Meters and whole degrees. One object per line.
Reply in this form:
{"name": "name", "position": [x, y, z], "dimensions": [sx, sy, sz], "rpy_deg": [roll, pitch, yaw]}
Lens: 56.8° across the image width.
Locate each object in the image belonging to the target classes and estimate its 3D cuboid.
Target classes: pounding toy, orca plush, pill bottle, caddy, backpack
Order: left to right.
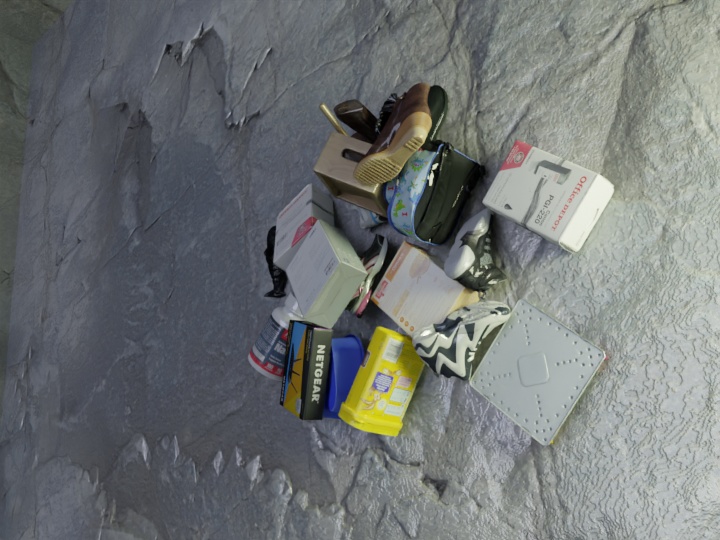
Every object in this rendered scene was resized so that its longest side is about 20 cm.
{"name": "orca plush", "position": [-0.240, -0.030, 1.778], "dimensions": [0.105, 0.071, 0.202], "rpy_deg": [2, 79, 42]}
{"name": "pill bottle", "position": [-0.180, 0.158, 1.635], "dimensions": [0.119, 0.119, 0.201], "rpy_deg": [39, 104, 41]}
{"name": "caddy", "position": [-0.038, 0.243, 1.499], "dimensions": [0.141, 0.104, 0.201], "rpy_deg": [-40, 50, 55]}
{"name": "pounding toy", "position": [-0.010, -0.241, 1.481], "dimensions": [0.199, 0.184, 0.143], "rpy_deg": [24, 81, 21]}
{"name": "backpack", "position": [0.140, -0.163, 1.408], "dimensions": [0.146, 0.182, 0.201], "rpy_deg": [22, 93, 42]}

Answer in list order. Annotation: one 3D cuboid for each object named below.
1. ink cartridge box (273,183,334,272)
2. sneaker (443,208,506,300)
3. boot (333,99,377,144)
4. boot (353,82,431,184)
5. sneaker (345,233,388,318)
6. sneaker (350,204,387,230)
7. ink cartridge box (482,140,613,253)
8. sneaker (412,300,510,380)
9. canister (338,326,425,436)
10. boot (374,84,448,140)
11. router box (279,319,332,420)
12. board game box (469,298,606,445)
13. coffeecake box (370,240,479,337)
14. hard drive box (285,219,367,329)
{"name": "ink cartridge box", "position": [-0.139, -0.101, 1.657], "dimensions": [0.146, 0.083, 0.201], "rpy_deg": [-41, 30, 25]}
{"name": "sneaker", "position": [0.246, -0.030, 1.349], "dimensions": [0.075, 0.114, 0.201], "rpy_deg": [-30, 22, 50]}
{"name": "boot", "position": [-0.013, -0.345, 1.583], "dimensions": [0.186, 0.199, 0.065], "rpy_deg": [6, 80, 42]}
{"name": "boot", "position": [0.068, -0.277, 1.361], "dimensions": [0.199, 0.072, 0.167], "rpy_deg": [-31, 38, 37]}
{"name": "sneaker", "position": [0.000, 0.000, 1.510], "dimensions": [0.086, 0.080, 0.201], "rpy_deg": [22, 70, 0]}
{"name": "sneaker", "position": [0.003, -0.189, 1.614], "dimensions": [0.086, 0.075, 0.201], "rpy_deg": [-33, 57, 36]}
{"name": "ink cartridge box", "position": [0.356, -0.143, 1.277], "dimensions": [0.200, 0.085, 0.146], "rpy_deg": [36, 102, 40]}
{"name": "sneaker", "position": [0.213, 0.149, 1.310], "dimensions": [0.198, 0.130, 0.080], "rpy_deg": [-25, 21, 1]}
{"name": "canister", "position": [0.055, 0.231, 1.389], "dimensions": [0.086, 0.148, 0.201], "rpy_deg": [24, 91, 47]}
{"name": "boot", "position": [0.113, -0.349, 1.499], "dimensions": [0.073, 0.162, 0.200], "rpy_deg": [16, 88, 41]}
{"name": "router box", "position": [-0.124, 0.219, 1.494], "dimensions": [0.149, 0.051, 0.202], "rpy_deg": [6, 90, 62]}
{"name": "board game box", "position": [0.327, 0.186, 1.242], "dimensions": [0.200, 0.026, 0.201], "rpy_deg": [38, 102, 42]}
{"name": "coffeecake box", "position": [0.136, 0.055, 1.418], "dimensions": [0.200, 0.073, 0.154], "rpy_deg": [41, 107, 41]}
{"name": "hard drive box", "position": [-0.081, 0.004, 1.479], "dimensions": [0.156, 0.076, 0.200], "rpy_deg": [-56, 32, 18]}
